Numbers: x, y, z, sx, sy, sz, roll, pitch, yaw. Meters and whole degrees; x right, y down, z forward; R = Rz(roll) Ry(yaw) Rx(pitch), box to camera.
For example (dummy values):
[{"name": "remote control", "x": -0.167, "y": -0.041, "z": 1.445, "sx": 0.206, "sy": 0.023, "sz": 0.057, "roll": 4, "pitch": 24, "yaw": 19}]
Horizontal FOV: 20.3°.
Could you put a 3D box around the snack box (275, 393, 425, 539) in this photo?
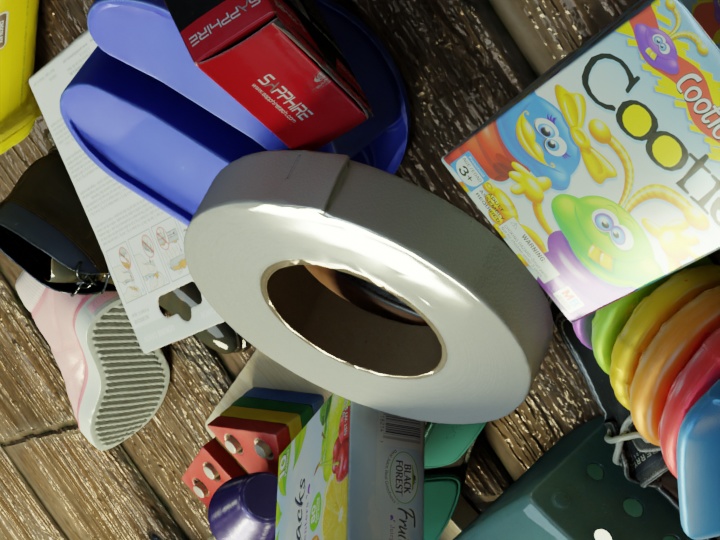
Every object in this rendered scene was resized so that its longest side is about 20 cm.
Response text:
[{"name": "snack box", "x": -0.009, "y": 0.179, "z": 1.178, "sx": 0.053, "sy": 0.200, "sz": 0.142, "roll": 10, "pitch": 150, "yaw": -16}]

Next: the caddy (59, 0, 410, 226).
[{"name": "caddy", "x": -0.070, "y": -0.103, "z": 1.128, "sx": 0.200, "sy": 0.105, "sz": 0.141, "roll": 33, "pitch": 134, "yaw": 5}]

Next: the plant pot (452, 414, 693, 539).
[{"name": "plant pot", "x": 0.121, "y": 0.182, "z": 1.157, "sx": 0.141, "sy": 0.141, "sz": 0.200, "roll": 44, "pitch": 145, "yaw": 12}]

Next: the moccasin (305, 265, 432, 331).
[{"name": "moccasin", "x": -0.001, "y": 0.001, "z": 1.182, "sx": 0.201, "sy": 0.074, "sz": 0.078, "roll": 17, "pitch": 141, "yaw": 44}]

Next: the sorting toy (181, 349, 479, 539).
[{"name": "sorting toy", "x": -0.031, "y": 0.158, "z": 1.399, "sx": 0.200, "sy": 0.070, "sz": 0.199, "roll": 47, "pitch": 150, "yaw": 6}]

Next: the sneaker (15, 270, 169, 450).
[{"name": "sneaker", "x": -0.203, "y": 0.046, "z": 1.512, "sx": 0.105, "sy": 0.075, "sz": 0.200, "roll": 47, "pitch": 155, "yaw": 27}]

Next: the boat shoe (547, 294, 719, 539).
[{"name": "boat shoe", "x": 0.165, "y": 0.082, "z": 1.055, "sx": 0.200, "sy": 0.064, "sz": 0.071, "roll": 45, "pitch": 150, "yaw": 11}]

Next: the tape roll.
[{"name": "tape roll", "x": 0.003, "y": 0.012, "z": 1.058, "sx": 0.202, "sy": 0.037, "sz": 0.203, "roll": 21, "pitch": 153, "yaw": 11}]

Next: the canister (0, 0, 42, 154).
[{"name": "canister", "x": -0.278, "y": -0.187, "z": 1.339, "sx": 0.148, "sy": 0.087, "sz": 0.200, "roll": 41, "pitch": 147, "yaw": 16}]

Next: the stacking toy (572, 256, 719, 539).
[{"name": "stacking toy", "x": 0.148, "y": 0.023, "z": 1.000, "sx": 0.200, "sy": 0.116, "sz": 0.110, "roll": 45, "pitch": 158, "yaw": 38}]

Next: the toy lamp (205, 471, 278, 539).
[{"name": "toy lamp", "x": -0.091, "y": 0.186, "z": 1.387, "sx": 0.058, "sy": 0.058, "sz": 0.200, "roll": 47, "pitch": 151, "yaw": 7}]

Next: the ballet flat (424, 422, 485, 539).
[{"name": "ballet flat", "x": 0.036, "y": 0.109, "z": 1.259, "sx": 0.200, "sy": 0.068, "sz": 0.075, "roll": 110, "pitch": 150, "yaw": -43}]

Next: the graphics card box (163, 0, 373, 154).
[{"name": "graphics card box", "x": -0.073, "y": -0.164, "z": 0.999, "sx": 0.200, "sy": 0.051, "sz": 0.125, "roll": 64, "pitch": -168, "yaw": 25}]

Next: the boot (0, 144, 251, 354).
[{"name": "boot", "x": -0.170, "y": 0.003, "z": 1.388, "sx": 0.200, "sy": 0.097, "sz": 0.075, "roll": 45, "pitch": 150, "yaw": 10}]

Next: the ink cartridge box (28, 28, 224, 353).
[{"name": "ink cartridge box", "x": -0.129, "y": -0.060, "z": 1.275, "sx": 0.162, "sy": 0.057, "sz": 0.200, "roll": -22, "pitch": 96, "yaw": 58}]

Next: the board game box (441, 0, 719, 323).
[{"name": "board game box", "x": 0.143, "y": -0.069, "z": 0.880, "sx": 0.103, "sy": 0.105, "sz": 0.200, "roll": 51, "pitch": 151, "yaw": -2}]
